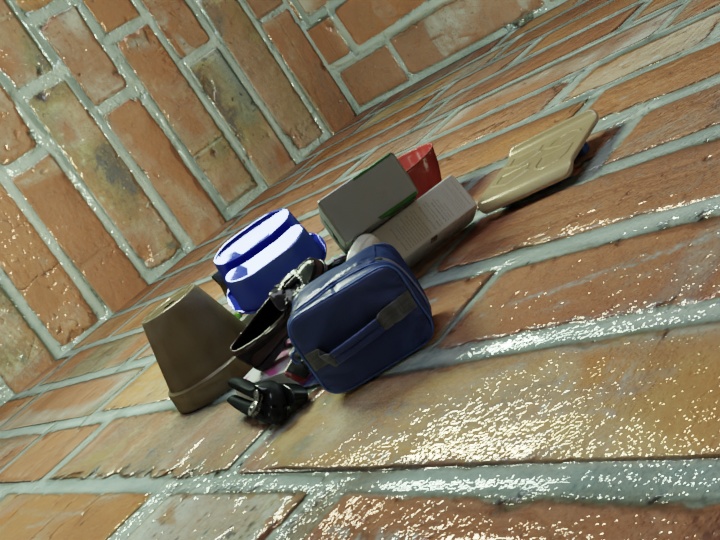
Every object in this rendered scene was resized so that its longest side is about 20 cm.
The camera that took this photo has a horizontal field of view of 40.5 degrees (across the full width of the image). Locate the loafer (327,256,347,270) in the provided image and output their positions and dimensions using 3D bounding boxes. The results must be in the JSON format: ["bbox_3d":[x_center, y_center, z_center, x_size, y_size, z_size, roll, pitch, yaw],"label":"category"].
[{"bbox_3d":[0.000,0.000,1.714,0.199,0.073,0.072,-25,4,3],"label":"loafer"}]

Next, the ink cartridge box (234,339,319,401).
[{"bbox_3d":[-0.078,0.120,1.525,0.200,0.043,0.196,-24,17,46],"label":"ink cartridge box"}]

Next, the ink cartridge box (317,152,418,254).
[{"bbox_3d":[0.011,-0.106,1.614,0.146,0.083,0.200,-35,-3,-3],"label":"ink cartridge box"}]

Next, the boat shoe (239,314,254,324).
[{"bbox_3d":[-0.173,0.087,1.811,0.064,0.071,0.200,-45,14,-26],"label":"boat shoe"}]

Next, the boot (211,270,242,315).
[{"bbox_3d":[-0.189,-0.013,1.840,0.200,0.097,0.075,-44,5,10],"label":"boot"}]

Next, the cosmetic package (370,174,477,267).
[{"bbox_3d":[0.092,-0.062,1.611,0.200,0.074,0.102,-38,-13,-7],"label":"cosmetic package"}]

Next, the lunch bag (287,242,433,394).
[{"bbox_3d":[-0.007,0.068,1.313,0.200,0.136,0.132,-34,13,7],"label":"lunch bag"}]

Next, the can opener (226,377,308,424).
[{"bbox_3d":[-0.151,0.191,1.426,0.200,0.078,0.064,-6,75,58],"label":"can opener"}]

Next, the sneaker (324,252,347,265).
[{"bbox_3d":[-0.057,0.034,1.773,0.199,0.088,0.075,-22,-33,-24],"label":"sneaker"}]

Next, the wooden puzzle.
[{"bbox_3d":[0.301,-0.172,1.617,0.185,0.046,0.200,-25,21,39],"label":"wooden puzzle"}]

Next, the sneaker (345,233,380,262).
[{"bbox_3d":[0.017,0.031,1.477,0.088,0.075,0.201,0,55,22],"label":"sneaker"}]

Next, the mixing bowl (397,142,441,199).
[{"bbox_3d":[0.087,-0.151,1.923,0.200,0.109,0.200,-33,12,8],"label":"mixing bowl"}]

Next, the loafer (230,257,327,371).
[{"bbox_3d":[-0.123,0.062,1.470,0.200,0.063,0.072,-56,33,13],"label":"loafer"}]

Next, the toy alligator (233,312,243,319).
[{"bbox_3d":[-0.252,0.106,1.953,0.054,0.059,0.200,-44,3,8],"label":"toy alligator"}]

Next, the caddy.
[{"bbox_3d":[-0.154,-0.010,1.691,0.200,0.105,0.141,-35,38,-5],"label":"caddy"}]

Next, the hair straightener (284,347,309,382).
[{"bbox_3d":[-0.054,0.078,1.447,0.200,0.041,0.077,-53,-17,-51],"label":"hair straightener"}]

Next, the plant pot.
[{"bbox_3d":[-0.293,0.126,1.751,0.199,0.174,0.200,-32,14,9],"label":"plant pot"}]
